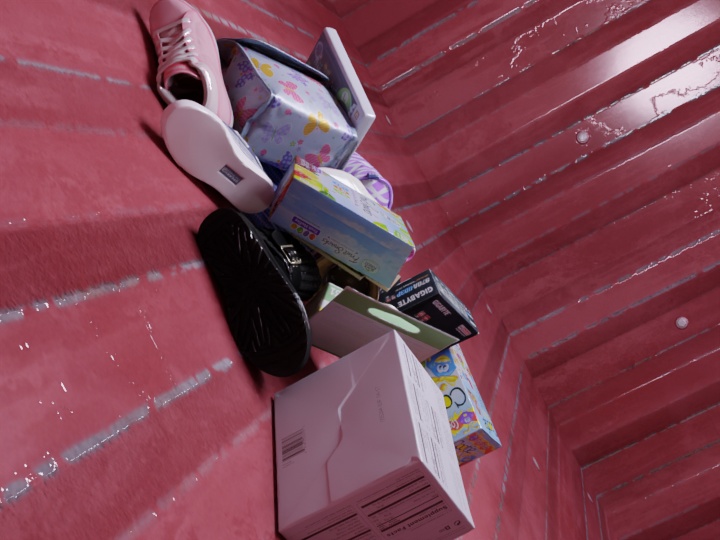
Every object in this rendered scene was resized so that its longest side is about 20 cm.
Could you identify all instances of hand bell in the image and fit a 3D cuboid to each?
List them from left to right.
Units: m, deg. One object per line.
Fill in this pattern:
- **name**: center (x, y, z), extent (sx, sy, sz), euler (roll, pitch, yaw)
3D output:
- **hand bell**: center (0.000, 0.000, 1.481), extent (0.104, 0.104, 0.200), euler (61, 21, -6)

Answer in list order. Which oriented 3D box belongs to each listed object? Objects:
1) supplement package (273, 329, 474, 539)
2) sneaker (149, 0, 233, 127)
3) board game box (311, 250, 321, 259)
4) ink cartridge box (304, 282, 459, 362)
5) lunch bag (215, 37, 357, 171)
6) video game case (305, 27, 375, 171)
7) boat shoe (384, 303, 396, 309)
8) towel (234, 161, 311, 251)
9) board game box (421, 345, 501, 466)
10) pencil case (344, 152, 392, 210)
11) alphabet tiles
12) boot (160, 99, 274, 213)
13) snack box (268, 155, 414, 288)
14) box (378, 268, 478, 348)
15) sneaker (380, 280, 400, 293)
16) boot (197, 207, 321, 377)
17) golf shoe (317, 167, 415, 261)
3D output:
- **supplement package**: center (0.007, 0.188, 1.037), extent (0.111, 0.156, 0.200), euler (54, 14, -30)
- **sneaker**: center (-0.221, -0.265, 1.288), extent (0.105, 0.075, 0.200), euler (30, 38, -77)
- **board game box**: center (-0.101, -0.114, 1.552), extent (0.135, 0.035, 0.200), euler (42, 23, -58)
- **ink cartridge box**: center (0.018, 0.062, 1.209), extent (0.145, 0.200, 0.048), euler (25, 62, -11)
- **lunch bag**: center (-0.122, -0.239, 1.431), extent (0.170, 0.127, 0.200), euler (20, 29, -42)
- **video game case**: center (-0.056, -0.226, 1.519), extent (0.023, 0.182, 0.200), euler (6, 45, -32)
- **boat shoe**: center (0.043, 0.136, 1.455), extent (0.063, 0.071, 0.200), euler (-136, -152, -71)
- **towel**: center (-0.105, -0.088, 1.399), extent (0.145, 0.024, 0.200), euler (51, 23, -9)
- **board game box**: center (0.129, 0.201, 1.643), extent (0.105, 0.103, 0.200), euler (45, 20, -54)
- **pencil case**: center (-0.018, -0.131, 1.563), extent (0.200, 0.085, 0.084), euler (-130, -140, -64)
- **alphabet tiles**: center (-0.026, -0.028, 1.329), extent (0.166, 0.006, 0.200), euler (33, 10, 4)
- **boot**: center (-0.181, -0.151, 1.241), extent (0.200, 0.073, 0.090), euler (50, 8, -49)
- **snack box**: center (-0.026, -0.065, 1.294), extent (0.169, 0.068, 0.200), euler (30, 11, -8)
- **box**: center (0.073, 0.082, 1.543), extent (0.200, 0.159, 0.046), euler (42, 24, -60)
- **sneaker**: center (-0.012, -0.019, 1.624), extent (0.088, 0.076, 0.200), euler (24, -23, 33)
- **boot**: center (-0.091, 0.029, 1.167), extent (0.211, 0.079, 0.158), euler (66, 13, 19)
- **golf shoe**: center (0.002, -0.075, 1.430), extent (0.200, 0.075, 0.092), euler (31, 9, -32)
